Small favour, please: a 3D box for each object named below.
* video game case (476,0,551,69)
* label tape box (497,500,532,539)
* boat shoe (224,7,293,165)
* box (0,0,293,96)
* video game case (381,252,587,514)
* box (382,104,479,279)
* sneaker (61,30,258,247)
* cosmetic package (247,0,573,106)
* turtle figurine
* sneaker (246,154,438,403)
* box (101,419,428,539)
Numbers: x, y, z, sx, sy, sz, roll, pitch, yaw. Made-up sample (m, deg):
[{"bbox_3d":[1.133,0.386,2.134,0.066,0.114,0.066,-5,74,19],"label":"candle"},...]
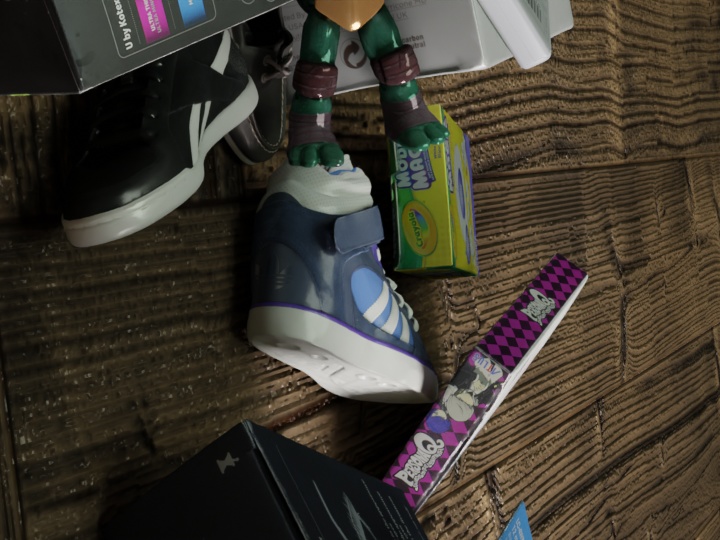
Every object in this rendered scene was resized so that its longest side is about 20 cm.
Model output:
[{"bbox_3d":[0.048,-0.236,0.768,0.200,0.022,0.183,49,32,-36],"label":"video game case"},{"bbox_3d":[0.086,0.241,0.725,0.200,0.066,0.144,-53,137,-42],"label":"label tape box"},{"bbox_3d":[-0.070,-0.163,0.860,0.067,0.056,0.202,-41,121,-59],"label":"boat shoe"},{"bbox_3d":[-0.101,-0.167,0.628,0.199,0.148,0.125,-31,115,-35],"label":"box"},{"bbox_3d":[0.081,0.092,1.025,0.182,0.036,0.200,-59,170,29],"label":"video game case"},{"bbox_3d":[0.053,-0.056,1.055,0.200,0.048,0.119,7,78,-77],"label":"box"},{"bbox_3d":[-0.122,-0.100,0.739,0.200,0.072,0.113,-65,139,-59],"label":"sneaker"},{"bbox_3d":[0.029,-0.216,0.953,0.200,0.163,0.167,-33,113,-60],"label":"cosmetic package"},{"bbox_3d":[-0.006,-0.165,0.810,0.101,0.148,0.202,-83,168,-63],"label":"turtle figurine"},{"bbox_3d":[0.000,0.000,0.946,0.200,0.080,0.148,31,61,-52],"label":"sneaker"},{"bbox_3d":[-0.024,0.187,0.769,0.200,0.104,0.149,36,20,-56],"label":"box"}]
